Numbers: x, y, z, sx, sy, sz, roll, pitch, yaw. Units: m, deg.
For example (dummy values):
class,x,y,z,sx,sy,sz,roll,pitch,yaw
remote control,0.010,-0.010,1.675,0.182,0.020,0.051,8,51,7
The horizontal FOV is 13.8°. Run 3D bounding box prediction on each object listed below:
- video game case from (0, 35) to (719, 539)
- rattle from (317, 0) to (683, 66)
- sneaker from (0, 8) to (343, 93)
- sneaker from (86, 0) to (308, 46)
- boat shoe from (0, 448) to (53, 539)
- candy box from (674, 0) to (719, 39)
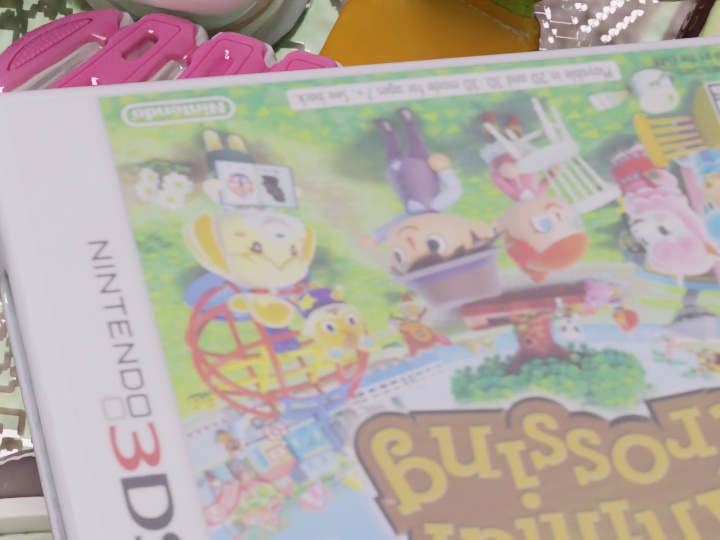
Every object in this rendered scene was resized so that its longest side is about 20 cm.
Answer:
class,x,y,z,sx,sy,sz,roll,pitch,yaw
video game case,0.026,0.027,0.658,0.199,0.022,0.183,-5,55,-17
rattle,0.049,-0.131,0.803,0.129,0.143,0.201,-2,53,5
sneaker,0.000,0.000,0.750,0.199,0.088,0.074,16,46,9
sneaker,-0.095,-0.130,0.761,0.199,0.099,0.078,31,88,0
boat shoe,0.001,0.063,0.715,0.199,0.072,0.060,3,50,7
candy box,0.168,-0.007,0.787,0.199,0.056,0.117,28,88,-2
